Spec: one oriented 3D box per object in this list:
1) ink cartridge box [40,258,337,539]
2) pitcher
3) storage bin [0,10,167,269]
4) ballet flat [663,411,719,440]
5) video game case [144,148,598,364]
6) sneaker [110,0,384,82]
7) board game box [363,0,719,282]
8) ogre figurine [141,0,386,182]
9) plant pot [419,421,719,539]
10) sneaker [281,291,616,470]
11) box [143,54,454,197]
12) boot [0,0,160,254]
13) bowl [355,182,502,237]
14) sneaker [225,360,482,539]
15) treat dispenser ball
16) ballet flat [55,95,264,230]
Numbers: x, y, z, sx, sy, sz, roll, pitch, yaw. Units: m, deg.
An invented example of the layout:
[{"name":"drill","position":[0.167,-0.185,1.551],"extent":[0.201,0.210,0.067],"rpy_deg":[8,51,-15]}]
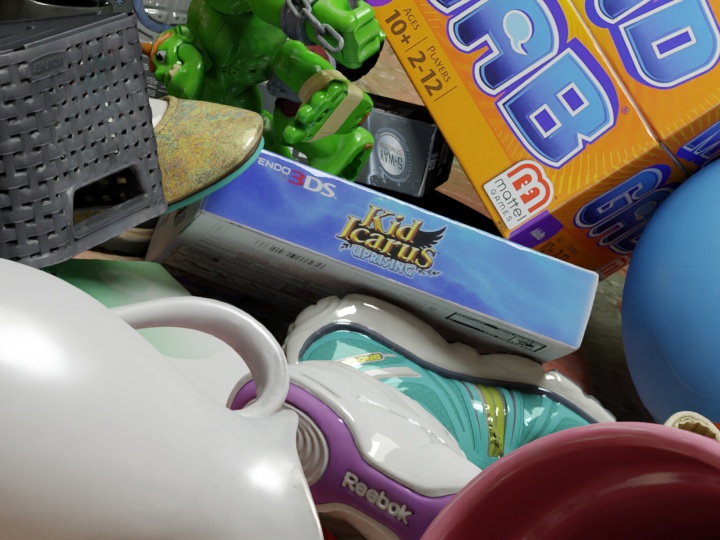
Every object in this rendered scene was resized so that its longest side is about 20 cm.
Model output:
[{"name":"ink cartridge box","position":[-0.109,0.058,1.141],"extent":[0.161,0.050,0.200],"rpy_deg":[4,25,-44]},{"name":"pitcher","position":[-0.117,0.053,1.012],"extent":[0.200,0.121,0.172],"rpy_deg":[22,35,-19]},{"name":"storage bin","position":[-0.201,-0.053,1.110],"extent":[0.200,0.094,0.135],"rpy_deg":[-4,12,24]},{"name":"ballet flat","position":[0.161,0.126,1.178],"extent":[0.067,0.062,0.200],"rpy_deg":[18,21,-14]},{"name":"video game case","position":[0.000,0.000,1.292],"extent":[0.200,0.046,0.181],"rpy_deg":[21,-14,-10]},{"name":"sneaker","position":[-0.075,-0.157,1.492],"extent":[0.200,0.075,0.087],"rpy_deg":[10,2,-33]},{"name":"board game box","position":[0.141,-0.134,1.464],"extent":[0.200,0.200,0.200],"rpy_deg":[60,10,16]},{"name":"ogre figurine","position":[-0.047,-0.103,1.334],"extent":[0.120,0.098,0.200],"rpy_deg":[47,-7,19]},{"name":"plant pot","position":[0.131,0.170,0.940],"extent":[0.200,0.200,0.179],"rpy_deg":[38,8,36]},{"name":"sneaker","position":[0.046,0.084,1.247],"extent":[0.200,0.078,0.080],"rpy_deg":[21,48,-21]},{"name":"box","position":[-0.046,-0.092,1.491],"extent":[0.200,0.044,0.160],"rpy_deg":[14,7,5]},{"name":"boot","position":[-0.136,-0.087,1.351],"extent":[0.077,0.138,0.200],"rpy_deg":[35,20,32]},{"name":"bowl","position":[0.027,-0.009,1.488],"extent":[0.200,0.039,0.201],"rpy_deg":[22,19,-8]},{"name":"sneaker","position":[0.037,0.101,1.128],"extent":[0.200,0.075,0.100],"rpy_deg":[39,22,14]},{"name":"treat dispenser ball","position":[0.246,0.027,1.406],"extent":[0.201,0.201,0.201],"rpy_deg":[21,19,-8]},{"name":"ballet flat","position":[-0.137,-0.048,1.196],"extent":[0.071,0.200,0.071],"rpy_deg":[26,55,-44]}]
